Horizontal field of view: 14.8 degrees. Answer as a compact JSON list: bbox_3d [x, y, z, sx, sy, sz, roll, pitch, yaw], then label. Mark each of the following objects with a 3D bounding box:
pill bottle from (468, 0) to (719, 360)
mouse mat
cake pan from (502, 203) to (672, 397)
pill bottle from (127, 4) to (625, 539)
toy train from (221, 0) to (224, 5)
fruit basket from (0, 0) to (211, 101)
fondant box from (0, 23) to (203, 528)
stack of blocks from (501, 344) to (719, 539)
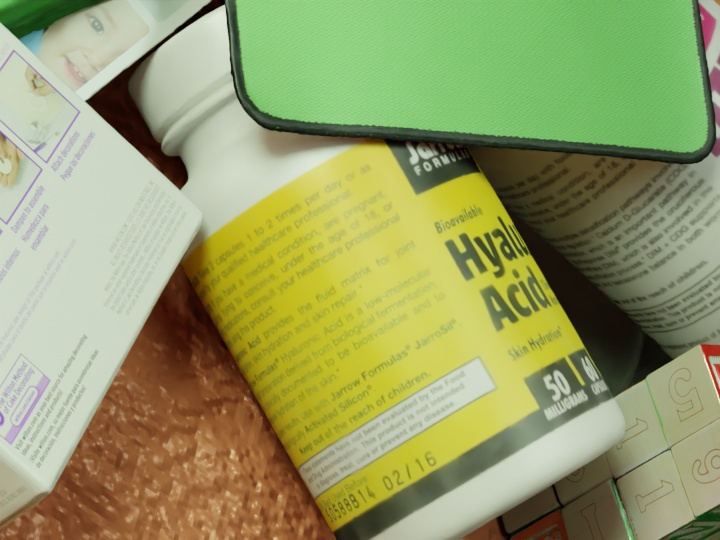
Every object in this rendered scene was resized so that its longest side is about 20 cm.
[{"bbox_3d":[0.104,-0.057,1.073,0.200,0.113,0.114,41,40,-18],"label":"pill bottle"},{"bbox_3d":[0.037,-0.119,0.980,0.199,0.008,0.161,3,72,-29],"label":"mouse mat"},{"bbox_3d":[0.066,-0.025,1.132,0.200,0.037,0.201,27,46,-32],"label":"cake pan"},{"bbox_3d":[0.000,0.000,0.986,0.111,0.111,0.200,-24,81,-51],"label":"pill bottle"},{"bbox_3d":[-0.042,-0.181,1.090,0.114,0.085,0.201,29,42,-62],"label":"toy train"},{"bbox_3d":[-0.092,-0.179,0.970,0.200,0.094,0.185,-40,90,-14],"label":"fruit basket"},{"bbox_3d":[-0.159,-0.029,0.882,0.200,0.058,0.144,44,40,-16],"label":"fondant box"},{"bbox_3d":[0.160,0.062,1.038,0.115,0.200,0.059,6,60,-45],"label":"stack of blocks"}]
